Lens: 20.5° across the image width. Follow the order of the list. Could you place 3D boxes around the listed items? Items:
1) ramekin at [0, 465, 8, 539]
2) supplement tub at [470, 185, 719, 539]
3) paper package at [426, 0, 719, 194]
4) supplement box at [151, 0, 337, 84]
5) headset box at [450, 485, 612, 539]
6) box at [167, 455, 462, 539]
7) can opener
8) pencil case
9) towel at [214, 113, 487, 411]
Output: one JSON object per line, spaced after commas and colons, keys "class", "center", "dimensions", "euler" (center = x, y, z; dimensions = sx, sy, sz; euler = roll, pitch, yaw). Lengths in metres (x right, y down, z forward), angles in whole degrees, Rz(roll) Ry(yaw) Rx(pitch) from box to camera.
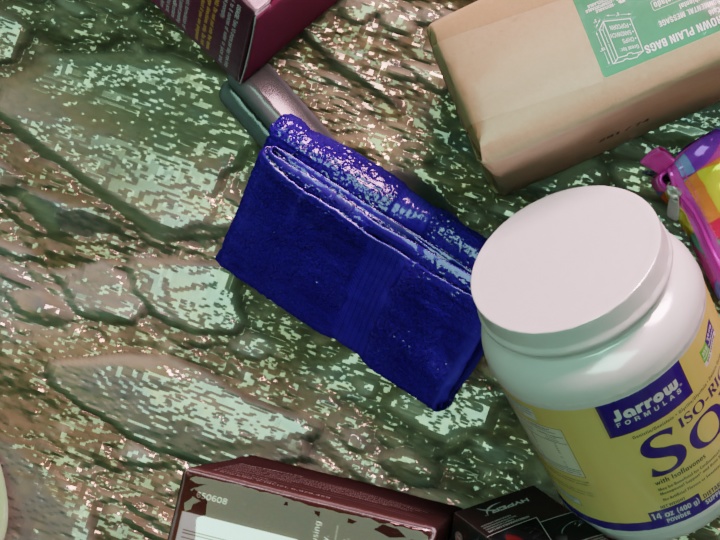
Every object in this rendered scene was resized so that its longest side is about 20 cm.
{"class": "ramekin", "center": [-0.338, 0.132, 1.354], "dimensions": [0.097, 0.200, 0.201], "euler": [-30, 83, 14]}
{"class": "supplement tub", "center": [0.162, 0.060, 1.260], "dimensions": [0.145, 0.200, 0.146], "euler": [-18, 40, 16]}
{"class": "paper package", "center": [0.154, -0.139, 1.292], "dimensions": [0.199, 0.191, 0.104], "euler": [-23, 84, 6]}
{"class": "supplement box", "center": [-0.102, -0.251, 1.361], "dimensions": [0.200, 0.103, 0.131], "euler": [44, 67, 9]}
{"class": "headset box", "center": [0.140, 0.251, 1.256], "dimensions": [0.200, 0.075, 0.149], "euler": [33, 126, 44]}
{"class": "box", "center": [-0.035, 0.220, 1.297], "dimensions": [0.164, 0.200, 0.167], "euler": [12, 89, 9]}
{"class": "can opener", "center": [-0.017, -0.072, 1.392], "dimensions": [0.200, 0.053, 0.066], "euler": [45, 59, 7]}
{"class": "pencil case", "center": [0.265, -0.003, 1.323], "dimensions": [0.088, 0.088, 0.200], "euler": [-31, 83, 6]}
{"class": "towel", "center": [0.000, 0.000, 1.344], "dimensions": [0.200, 0.050, 0.148], "euler": [34, 131, 10]}
